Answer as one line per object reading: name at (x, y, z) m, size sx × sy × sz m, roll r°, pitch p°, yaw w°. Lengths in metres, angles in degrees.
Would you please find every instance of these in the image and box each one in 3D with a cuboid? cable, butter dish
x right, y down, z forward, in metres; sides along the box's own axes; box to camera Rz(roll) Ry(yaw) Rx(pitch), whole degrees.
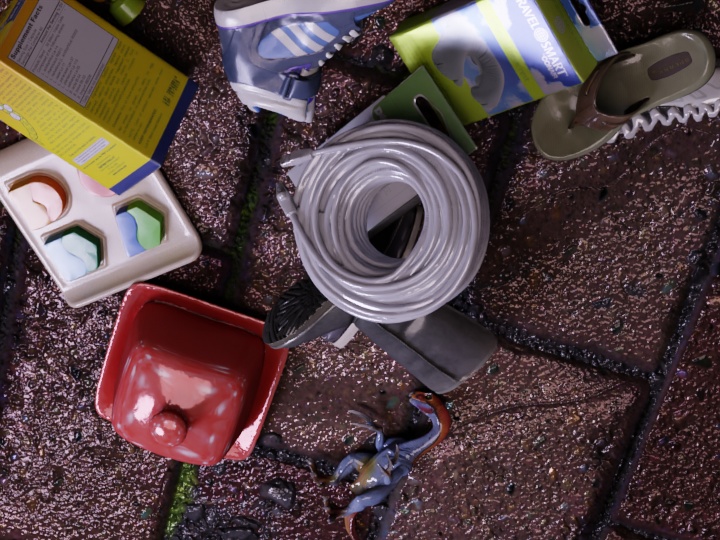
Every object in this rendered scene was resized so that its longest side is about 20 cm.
cable at (0.030, -0.048, 1.559) m, size 0.199 × 0.069 × 0.201 m, roll -20°, pitch 82°, yaw 20°
butter dish at (-0.202, 0.143, 1.781) m, size 0.199 × 0.148 × 0.200 m, roll 19°, pitch 118°, yaw -3°

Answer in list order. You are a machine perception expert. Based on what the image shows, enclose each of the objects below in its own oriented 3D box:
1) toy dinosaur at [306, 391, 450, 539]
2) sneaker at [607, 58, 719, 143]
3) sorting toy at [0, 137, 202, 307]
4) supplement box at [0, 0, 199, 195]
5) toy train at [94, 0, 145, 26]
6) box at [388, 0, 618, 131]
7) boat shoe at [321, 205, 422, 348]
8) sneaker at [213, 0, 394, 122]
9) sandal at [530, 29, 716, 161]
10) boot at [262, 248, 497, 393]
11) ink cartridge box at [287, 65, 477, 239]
toy dinosaur at (0.030, 0.216, 1.849) m, size 0.181 × 0.105 × 0.200 m, roll -24°, pitch 149°, yaw 6°
sneaker at (0.314, -0.189, 1.584) m, size 0.199 × 0.075 × 0.082 m, roll -14°, pitch 105°, yaw 15°
sorting toy at (-0.298, -0.067, 1.752) m, size 0.184 × 0.037 × 0.201 m, roll -21°, pitch 112°, yaw 18°
supplement box at (-0.286, -0.185, 1.610) m, size 0.200 × 0.109 × 0.109 m, roll 34°, pitch 150°, yaw -21°
toy train at (-0.270, -0.294, 1.616) m, size 0.199 × 0.085 × 0.116 m, roll -31°, pitch 124°, yaw 24°
box at (0.139, -0.222, 1.565) m, size 0.199 × 0.048 × 0.122 m, roll -17°, pitch 115°, yaw 41°
boat shoe at (0.000, 0.000, 1.723) m, size 0.062 × 0.073 × 0.200 m, roll 28°, pitch 122°, yaw -11°
sneaker at (-0.043, -0.226, 1.617) m, size 0.199 × 0.081 × 0.147 m, roll -9°, pitch 123°, yaw 9°
sandal at (0.249, -0.176, 1.547) m, size 0.200 × 0.057 × 0.080 m, roll -30°, pitch 87°, yaw 26°
boot at (0.020, 0.070, 1.698) m, size 0.181 × 0.073 × 0.200 m, roll -32°, pitch 131°, yaw 29°
ink cartridge box at (0.031, -0.115, 1.636) m, size 0.200 × 0.059 × 0.104 m, roll -36°, pitch 81°, yaw 29°
